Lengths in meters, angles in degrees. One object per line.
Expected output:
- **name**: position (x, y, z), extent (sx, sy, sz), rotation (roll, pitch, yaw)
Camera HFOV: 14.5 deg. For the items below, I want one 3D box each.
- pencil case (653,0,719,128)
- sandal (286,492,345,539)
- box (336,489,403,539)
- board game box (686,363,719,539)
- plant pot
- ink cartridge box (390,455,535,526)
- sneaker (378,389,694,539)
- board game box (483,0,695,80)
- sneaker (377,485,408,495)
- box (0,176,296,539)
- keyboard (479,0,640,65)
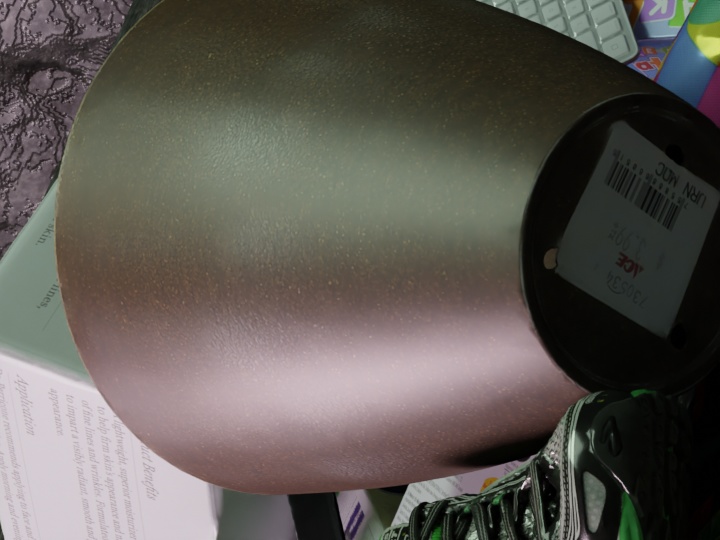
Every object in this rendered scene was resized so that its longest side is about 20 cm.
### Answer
- **pencil case**: position (0.159, -0.090, 0.945), extent (0.089, 0.088, 0.200), rotation (-89, 24, -58)
- **sandal**: position (-0.020, 0.157, 1.124), extent (0.075, 0.048, 0.201), rotation (-104, 3, -76)
- **box**: position (-0.007, 0.179, 1.273), extent (0.200, 0.036, 0.145), rotation (-114, 48, -74)
- **board game box**: position (0.164, 0.009, 0.815), extent (0.200, 0.056, 0.166), rotation (128, 158, -50)
- **plant pot**: position (0.029, -0.012, 0.913), extent (0.200, 0.186, 0.188), rotation (3, 70, 56)
- **ink cartridge box**: position (0.057, 0.116, 1.023), extent (0.136, 0.076, 0.201), rotation (-148, 80, -76)
- **sneaker**: position (0.048, 0.097, 0.861), extent (0.200, 0.085, 0.078), rotation (111, 174, -56)
- **board game box**: position (0.135, -0.164, 1.083), extent (0.151, 0.037, 0.201), rotation (-1, 62, 34)
- **sneaker**: position (0.000, 0.000, 1.078), extent (0.079, 0.078, 0.201), rotation (-50, -44, -67)
- **box**: position (-0.076, 0.037, 1.334), extent (0.199, 0.130, 0.200), rotation (88, -153, -51)
- **keyboard**: position (0.059, -0.140, 1.088), extent (0.056, 0.011, 0.201), rotation (-30, 47, 19)
